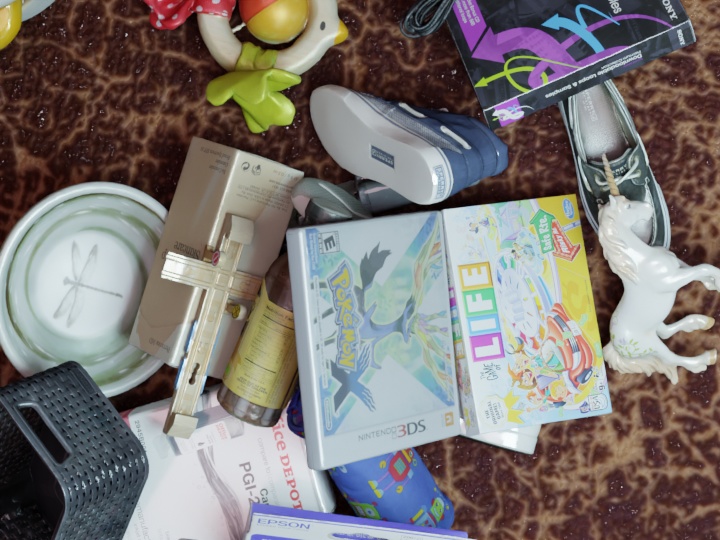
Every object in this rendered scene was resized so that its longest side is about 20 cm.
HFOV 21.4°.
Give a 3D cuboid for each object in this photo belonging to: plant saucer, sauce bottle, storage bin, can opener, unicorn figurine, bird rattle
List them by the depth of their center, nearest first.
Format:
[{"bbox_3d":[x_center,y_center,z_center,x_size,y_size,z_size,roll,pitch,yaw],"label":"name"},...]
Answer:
[{"bbox_3d":[-0.062,0.035,1.660,0.064,0.065,0.202,25,101,3],"label":"sauce bottle"},{"bbox_3d":[0.263,0.014,1.691,0.136,0.074,0.202,9,110,-6],"label":"unicorn figurine"},{"bbox_3d":[-0.280,0.196,1.698,0.135,0.093,0.201,48,135,24],"label":"storage bin"},{"bbox_3d":[-0.250,0.016,1.751,0.198,0.050,0.203,-7,104,-28],"label":"plant saucer"},{"bbox_3d":[-0.104,-0.232,1.753,0.162,0.113,0.201,-29,76,-7],"label":"bird rattle"},{"bbox_3d":[0.018,-0.062,1.761,0.198,0.054,0.067,-16,123,4],"label":"can opener"}]

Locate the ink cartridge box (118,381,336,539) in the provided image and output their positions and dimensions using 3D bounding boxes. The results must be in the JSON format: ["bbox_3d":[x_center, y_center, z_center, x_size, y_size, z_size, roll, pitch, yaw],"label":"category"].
[{"bbox_3d":[-0.135,0.183,1.755,0.198,0.085,0.147,-16,91,3],"label":"ink cartridge box"}]

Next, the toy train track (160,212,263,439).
[{"bbox_3d":[-0.129,0.052,1.671,0.114,0.032,0.202,15,94,-34],"label":"toy train track"}]

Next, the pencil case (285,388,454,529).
[{"bbox_3d":[0.005,0.172,1.705,0.086,0.078,0.201,-4,133,39],"label":"pencil case"}]

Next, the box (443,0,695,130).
[{"bbox_3d":[0.182,-0.225,1.707,0.198,0.036,0.144,-23,55,4],"label":"box"}]

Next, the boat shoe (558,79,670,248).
[{"bbox_3d":[0.224,-0.095,1.724,0.071,0.071,0.202,-24,90,5],"label":"boat shoe"}]

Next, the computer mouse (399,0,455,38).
[{"bbox_3d":[0.037,-0.324,1.728,0.140,0.046,0.200,-41,77,3],"label":"computer mouse"}]

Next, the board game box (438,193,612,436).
[{"bbox_3d":[0.145,0.039,1.717,0.133,0.034,0.202,-8,84,-20],"label":"board game box"}]

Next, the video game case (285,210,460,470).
[{"bbox_3d":[0.014,0.056,1.636,0.022,0.181,0.202,-3,94,43],"label":"video game case"}]

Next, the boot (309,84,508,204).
[{"bbox_3d":[0.042,-0.120,1.720,0.090,0.200,0.073,-19,128,-31],"label":"boot"}]

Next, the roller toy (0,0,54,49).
[{"bbox_3d":[-0.351,-0.315,1.729,0.181,0.140,0.201,32,94,3],"label":"roller toy"}]

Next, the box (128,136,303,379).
[{"bbox_3d":[-0.131,-0.010,1.731,0.077,0.095,0.202,17,90,-35],"label":"box"}]

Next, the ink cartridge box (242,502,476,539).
[{"bbox_3d":[-0.009,0.254,1.684,0.196,0.201,0.044,8,56,-6],"label":"ink cartridge box"}]

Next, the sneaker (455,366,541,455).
[{"bbox_3d":[0.072,0.103,1.748,0.198,0.073,0.086,16,86,-5],"label":"sneaker"}]

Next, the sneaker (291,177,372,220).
[{"bbox_3d":[0.000,0.000,1.720,0.080,0.071,0.200,-38,113,19],"label":"sneaker"}]
